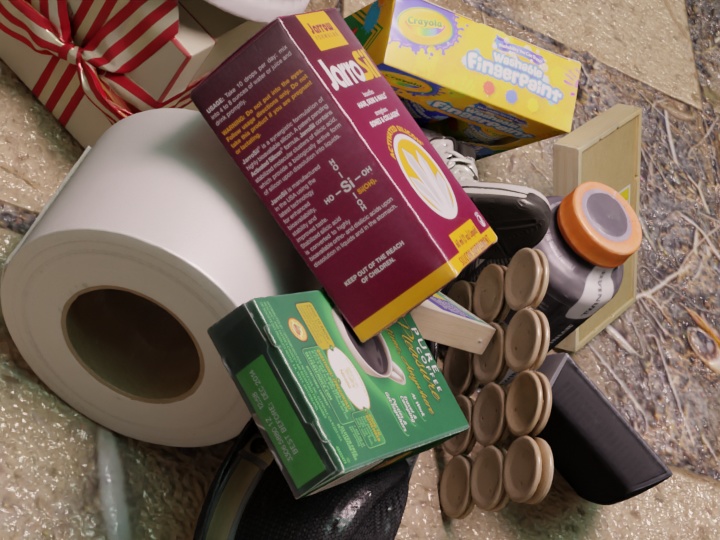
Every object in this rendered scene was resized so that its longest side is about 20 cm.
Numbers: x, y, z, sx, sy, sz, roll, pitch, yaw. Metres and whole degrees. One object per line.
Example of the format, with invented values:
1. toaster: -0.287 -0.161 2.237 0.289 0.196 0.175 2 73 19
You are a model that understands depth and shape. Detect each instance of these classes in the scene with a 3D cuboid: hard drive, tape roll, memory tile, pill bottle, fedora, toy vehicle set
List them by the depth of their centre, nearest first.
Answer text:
1. fedora: -0.028 0.169 0.985 0.091 0.202 0.200 19 37 25
2. tape roll: -0.134 0.007 1.022 0.202 0.203 0.140 34 44 -10
3. memory tile: 0.107 0.091 1.142 0.017 0.153 0.202 11 69 -24
4. hard drive: 0.177 0.134 1.178 0.042 0.200 0.135 -40 85 -9
5. pill bottle: 0.152 0.008 1.229 0.105 0.200 0.107 19 49 -23
6. toy vehicle set: 0.220 -0.040 1.341 0.026 0.202 0.124 14 29 34

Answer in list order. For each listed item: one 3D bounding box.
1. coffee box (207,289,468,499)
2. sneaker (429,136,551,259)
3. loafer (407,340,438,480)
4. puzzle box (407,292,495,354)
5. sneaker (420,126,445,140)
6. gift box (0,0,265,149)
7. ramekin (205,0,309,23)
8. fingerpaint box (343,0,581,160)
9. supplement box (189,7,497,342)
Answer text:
1. coffee box: -0.008 0.073 0.944 0.124 0.044 0.200 61 24 10
2. sneaker: 0.085 -0.073 1.203 0.076 0.199 0.116 53 53 -32
3. loafer: 0.028 0.092 1.169 0.068 0.070 0.202 25 47 -18
4. puzzle box: 0.000 0.000 1.139 0.199 0.026 0.133 34 8 33
5. sneaker: 0.009 -0.102 1.300 0.199 0.074 0.081 17 52 -25
6. gift box: -0.182 -0.217 1.163 0.184 0.200 0.187 42 45 6
7. ramekin: -0.095 -0.292 1.092 0.200 0.098 0.201 31 33 -22
8. fingerpaint box: 0.072 -0.171 1.323 0.199 0.166 0.074 17 77 -26
9. supplement box: -0.008 -0.068 0.964 0.201 0.085 0.110 55 24 0
